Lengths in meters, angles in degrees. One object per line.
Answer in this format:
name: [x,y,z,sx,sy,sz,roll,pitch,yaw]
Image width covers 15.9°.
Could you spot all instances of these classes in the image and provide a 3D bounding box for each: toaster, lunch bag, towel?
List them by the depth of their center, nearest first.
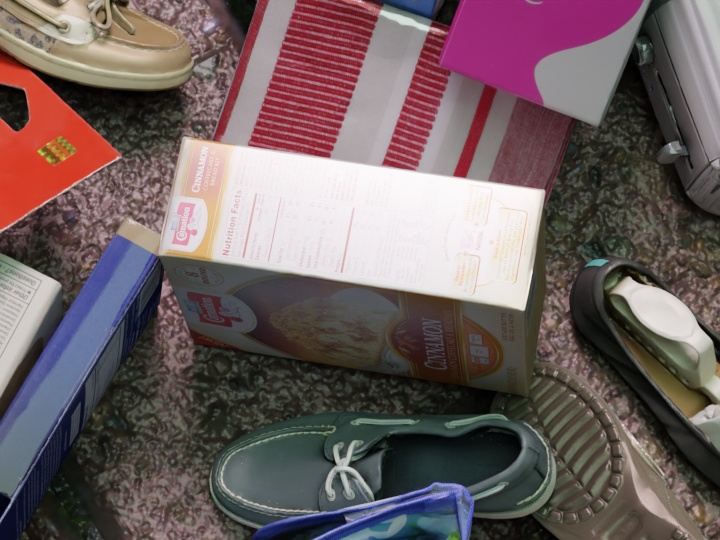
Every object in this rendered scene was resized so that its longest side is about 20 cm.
lunch bag: [-0.022,0.201,1.371,0.200,0.170,0.127,-42,82,-16]
towel: [0.018,-0.078,1.507,0.199,0.023,0.145,20,101,0]
toaster: [0.265,-0.112,1.539,0.199,0.114,0.130,-10,77,-12]

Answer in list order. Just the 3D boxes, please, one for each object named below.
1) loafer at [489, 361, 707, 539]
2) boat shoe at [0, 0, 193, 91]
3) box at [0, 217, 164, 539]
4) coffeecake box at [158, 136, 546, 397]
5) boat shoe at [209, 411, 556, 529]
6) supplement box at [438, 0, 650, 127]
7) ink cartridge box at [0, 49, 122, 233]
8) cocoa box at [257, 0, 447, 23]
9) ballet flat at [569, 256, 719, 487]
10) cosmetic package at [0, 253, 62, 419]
loafer: [0.144,0.139,1.466,0.076,0.068,0.200,-37,63,2]
boat shoe: [-0.189,-0.160,1.508,0.199,0.073,0.063,19,112,0]
box: [-0.168,0.076,1.418,0.032,0.121,0.201,28,71,2]
coffeecake box: [0.000,0.000,1.429,0.199,0.154,0.074,9,71,8]
boat shoe: [0.008,0.107,1.442,0.199,0.062,0.073,-2,71,11]
supplement box: [0.122,-0.187,1.500,0.101,0.104,0.200,20,37,0]
ink cartridge box: [-0.256,-0.075,1.445,0.173,0.044,0.200,-35,46,-15]
cocoa box: [0.019,-0.254,1.538,0.133,0.131,0.201,23,68,1]
ballet flat: [0.199,0.068,1.493,0.200,0.068,0.068,42,72,7]
cosmetic package: [-0.255,0.079,1.432,0.105,0.071,0.201,27,71,3]
